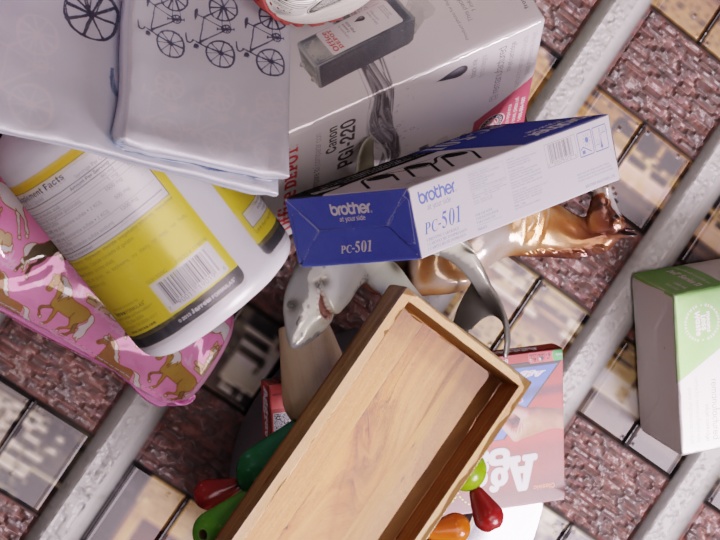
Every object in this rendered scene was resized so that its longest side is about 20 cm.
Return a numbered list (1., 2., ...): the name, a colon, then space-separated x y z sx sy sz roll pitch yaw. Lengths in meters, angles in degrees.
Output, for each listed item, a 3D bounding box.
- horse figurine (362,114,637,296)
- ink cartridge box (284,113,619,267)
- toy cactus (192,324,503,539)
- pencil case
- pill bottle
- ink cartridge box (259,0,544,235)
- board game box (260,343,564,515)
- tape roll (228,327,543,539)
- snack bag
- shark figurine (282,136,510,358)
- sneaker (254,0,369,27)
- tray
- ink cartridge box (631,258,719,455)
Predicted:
1. horse figurine: 0.066 -0.037 1.738 0.200 0.050 0.133 -29 105 -16
2. ink cartridge box: 0.057 -0.049 1.574 0.200 0.094 0.044 -21 104 -48
3. toy cactus: -0.017 0.113 1.637 0.200 0.102 0.165 -11 86 -15
4. pencil case: -0.171 0.009 1.637 0.200 0.083 0.087 30 114 -25
5. pill bottle: -0.140 -0.057 1.560 0.112 0.112 0.200 -39 101 -9
6. ink cartridge box: 0.003 -0.111 1.636 0.200 0.146 0.085 -24 69 -13
7. board game box: 0.035 0.108 1.702 0.200 0.019 0.103 -7 104 -20
8. tape roll: 0.018 0.140 1.749 0.200 0.066 0.201 -4 102 -21
9. snack bag: -0.133 -0.144 1.517 0.200 0.021 0.189 12 59 -19
10. shark figurine: 0.012 -0.012 1.654 0.214 0.089 0.128 5 85 -51
11. sneaker: 0.012 -0.217 1.554 0.200 0.082 0.078 -38 83 -18
12. tray: 0.003 0.118 1.569 0.099 0.037 0.200 37 81 -16
13. ink cartridge box: 0.292 0.048 1.834 0.200 0.067 0.117 -10 105 -19
